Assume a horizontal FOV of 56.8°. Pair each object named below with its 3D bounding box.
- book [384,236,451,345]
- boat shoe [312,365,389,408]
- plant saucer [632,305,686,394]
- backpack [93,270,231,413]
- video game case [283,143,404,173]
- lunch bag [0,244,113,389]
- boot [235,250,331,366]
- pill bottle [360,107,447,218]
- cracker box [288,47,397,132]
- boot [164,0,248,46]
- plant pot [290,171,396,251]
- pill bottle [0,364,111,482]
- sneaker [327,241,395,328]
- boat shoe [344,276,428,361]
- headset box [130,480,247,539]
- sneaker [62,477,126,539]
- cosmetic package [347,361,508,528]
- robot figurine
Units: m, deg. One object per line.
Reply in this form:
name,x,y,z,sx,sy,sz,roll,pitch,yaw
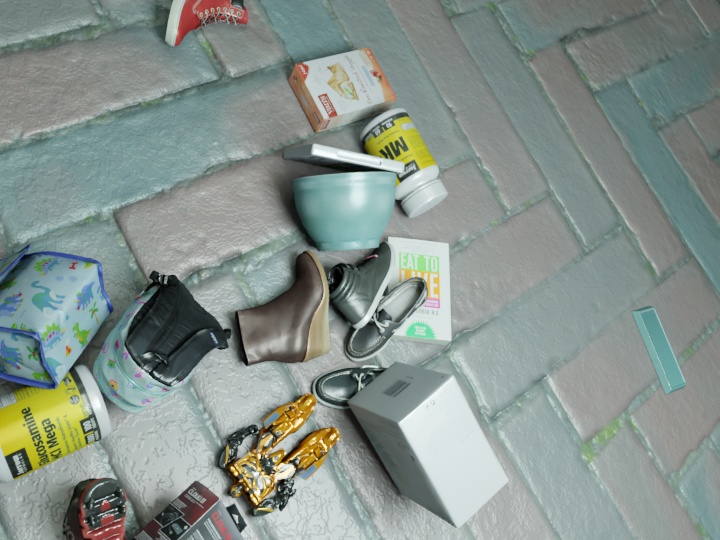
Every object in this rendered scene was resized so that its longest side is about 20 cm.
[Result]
book,0.110,0.040,1.318,0.131,0.048,0.204,7,67,-16
boat shoe,0.013,0.203,1.191,0.196,0.060,0.077,-2,70,-26
plant saucer,0.700,0.182,1.553,0.069,0.019,0.204,-10,73,-28
backpack,-0.305,0.118,1.009,0.167,0.126,0.201,42,26,-11
video game case,-0.037,-0.209,1.263,0.179,0.199,0.023,8,93,-22
lunch bag,-0.489,0.056,0.952,0.196,0.129,0.171,8,37,11
boot,-0.138,0.063,1.169,0.163,0.072,0.204,-2,74,-28
pill bottle,0.091,-0.219,1.369,0.113,0.114,0.202,-25,81,-31
cracker box,-0.037,-0.384,1.409,0.198,0.058,0.136,-24,81,-30
boot,-0.301,-0.505,1.327,0.142,0.072,0.203,23,58,-17
plant pot,-0.027,-0.105,1.237,0.197,0.199,0.137,-6,95,-27
pill bottle,-0.463,0.221,0.927,0.198,0.112,0.114,-23,80,-30
sneaker,0.000,0.000,1.244,0.099,0.070,0.202,42,51,-23
boat shoe,0.049,0.087,1.230,0.199,0.061,0.074,-37,73,-15
headset box,-0.245,0.415,0.936,0.199,0.076,0.151,-38,122,-32
sneaker,-0.369,0.384,0.932,0.070,0.097,0.205,-6,95,-46
cosmetic package,0.104,0.277,1.089,0.122,0.199,0.202,-35,102,-20
robot figurine,-0.133,0.297,1.085,0.199,0.058,0.146,-36,87,-33
